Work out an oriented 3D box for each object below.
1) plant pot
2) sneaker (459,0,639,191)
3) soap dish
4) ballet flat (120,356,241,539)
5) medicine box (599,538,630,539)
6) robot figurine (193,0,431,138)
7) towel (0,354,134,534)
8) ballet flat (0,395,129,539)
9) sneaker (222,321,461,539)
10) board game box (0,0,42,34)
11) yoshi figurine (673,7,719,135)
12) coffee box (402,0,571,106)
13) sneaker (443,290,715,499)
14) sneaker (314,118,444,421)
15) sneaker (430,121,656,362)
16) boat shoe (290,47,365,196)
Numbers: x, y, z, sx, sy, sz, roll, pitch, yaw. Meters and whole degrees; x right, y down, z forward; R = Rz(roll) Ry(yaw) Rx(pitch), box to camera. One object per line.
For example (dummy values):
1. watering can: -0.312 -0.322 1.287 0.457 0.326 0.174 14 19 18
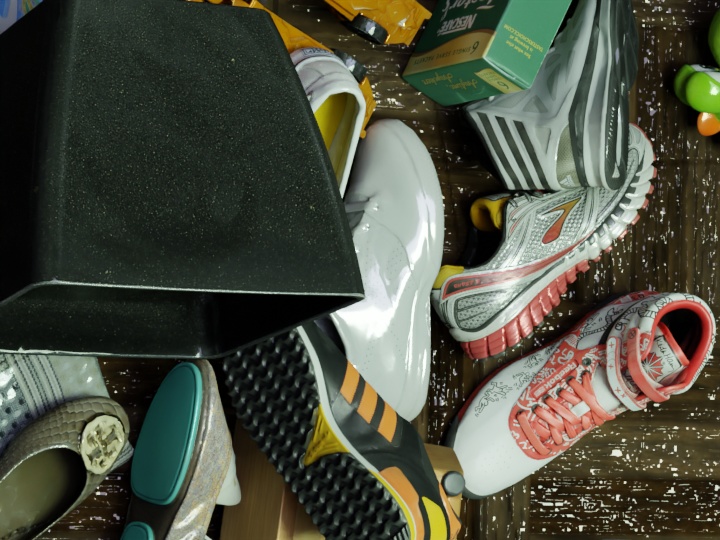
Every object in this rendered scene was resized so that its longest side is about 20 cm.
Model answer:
1. plant pot: -0.135 -0.054 1.410 0.200 0.199 0.178 2 77 -29
2. sneaker: 0.125 -0.135 1.663 0.076 0.115 0.201 68 24 -46
3. soap dish: -0.014 0.202 1.579 0.157 0.081 0.201 11 82 -24
4. ballet flat: -0.114 0.154 1.544 0.067 0.068 0.200 16 93 -39
5. medicine box: 0.143 0.288 1.591 0.182 0.103 0.201 -6 96 -48
6. robot figurine: -0.051 -0.170 1.555 0.200 0.058 0.145 32 85 -39
7. towel: -0.241 0.075 1.479 0.192 0.035 0.200 -28 116 -24
8. ballet flat: -0.214 0.147 1.475 0.200 0.046 0.067 -36 122 -23
9. sneaker: -0.010 0.098 1.523 0.090 0.070 0.200 -2 54 -54
10. board game box: -0.205 -0.105 1.493 0.134 0.034 0.201 -17 113 -22
11. yoshi figurine: 0.322 -0.144 1.746 0.199 0.112 0.112 4 70 -22
12. coffee box: 0.109 -0.208 1.634 0.044 0.123 0.200 31 77 -22
13. sneaker: 0.149 0.080 1.646 0.201 0.108 0.067 -37 103 -21
14. sneaker: 0.000 0.000 1.596 0.088 0.075 0.201 1 89 -30
15. sneaker: 0.124 -0.032 1.657 0.082 0.078 0.200 48 69 -13
16. boat shoe: -0.042 -0.032 1.536 0.074 0.086 0.202 14 109 -30
